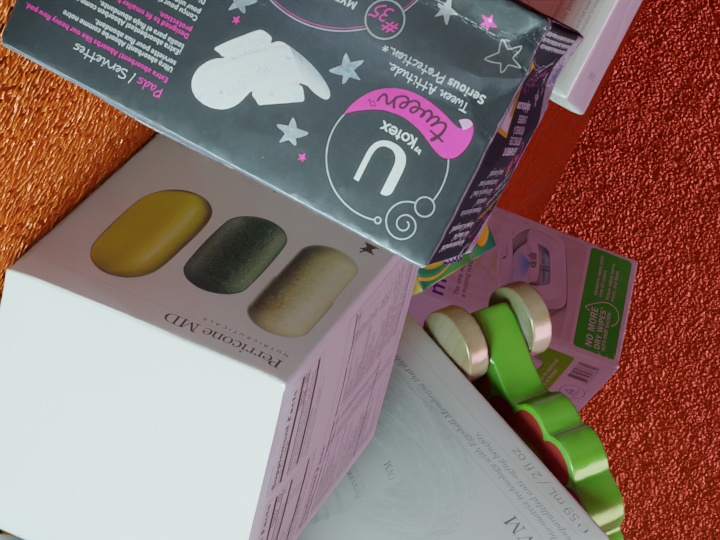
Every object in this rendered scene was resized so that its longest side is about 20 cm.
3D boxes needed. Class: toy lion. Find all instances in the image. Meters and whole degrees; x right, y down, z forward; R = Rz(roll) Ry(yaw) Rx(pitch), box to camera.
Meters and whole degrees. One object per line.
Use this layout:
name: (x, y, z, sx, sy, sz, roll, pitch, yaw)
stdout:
toy lion: (0.080, 0.116, 1.530, 0.069, 0.192, 0.200, -19, 175, -30)

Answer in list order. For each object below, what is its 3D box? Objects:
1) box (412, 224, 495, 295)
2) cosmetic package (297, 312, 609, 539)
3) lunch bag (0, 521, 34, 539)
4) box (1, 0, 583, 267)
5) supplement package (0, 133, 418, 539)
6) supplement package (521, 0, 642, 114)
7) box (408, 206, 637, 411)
box: (0.000, 0.000, 1.500, 0.117, 0.048, 0.200, -21, 180, 20)
cosmetic package: (-0.006, 0.155, 1.442, 0.200, 0.199, 0.123, -27, 152, -30)
lunch bag: (-0.165, 0.226, 1.312, 0.124, 0.170, 0.200, -37, 155, -57)
box: (-0.025, -0.095, 1.054, 0.115, 0.200, 0.132, -62, 172, 7)
supplement package: (-0.079, 0.045, 1.288, 0.200, 0.151, 0.151, -50, 158, -56)
supplement package: (0.040, -0.170, 1.213, 0.110, 0.200, 0.114, -62, 173, 4)
box: (0.068, 0.047, 1.766, 0.200, 0.176, 0.097, 123, -15, -56)
